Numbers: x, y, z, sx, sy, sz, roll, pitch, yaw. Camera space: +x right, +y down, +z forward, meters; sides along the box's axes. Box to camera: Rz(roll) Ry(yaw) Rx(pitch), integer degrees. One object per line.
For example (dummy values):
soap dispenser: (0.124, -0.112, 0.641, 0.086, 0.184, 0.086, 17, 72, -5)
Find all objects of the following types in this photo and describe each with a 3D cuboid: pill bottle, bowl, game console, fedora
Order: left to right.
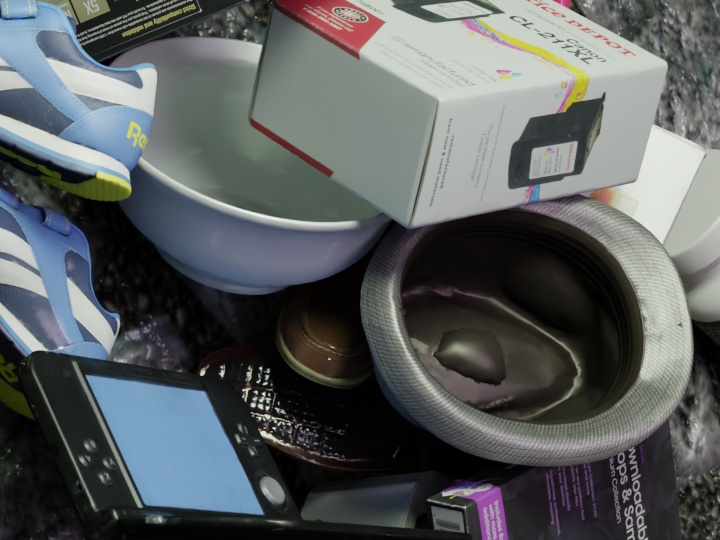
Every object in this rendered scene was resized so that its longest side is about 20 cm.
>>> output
bowl: (-0.069, -0.050, 1.520, 0.200, 0.091, 0.202, 14, 33, -9)
game console: (-0.062, 0.100, 1.397, 0.200, 0.116, 0.176, 14, 43, -56)
fedora: (0.086, 0.042, 1.502, 0.199, 0.090, 0.178, -3, 68, -21)
pill bottle: (0.294, 0.009, 1.852, 0.200, 0.116, 0.116, 40, 56, -30)

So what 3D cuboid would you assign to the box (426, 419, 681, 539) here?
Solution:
box: (0.121, 0.169, 1.523, 0.200, 0.036, 0.144, -25, 113, -45)

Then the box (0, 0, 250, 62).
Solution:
box: (-0.123, -0.216, 1.451, 0.165, 0.199, 0.086, 67, 19, -7)

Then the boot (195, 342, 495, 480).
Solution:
boot: (-0.013, 0.099, 1.589, 0.199, 0.097, 0.075, 14, 72, -10)

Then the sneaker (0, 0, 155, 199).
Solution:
sneaker: (-0.203, -0.114, 1.401, 0.199, 0.074, 0.083, 27, 80, -7)

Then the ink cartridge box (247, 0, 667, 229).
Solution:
ink cartridge box: (0.058, -0.104, 1.495, 0.199, 0.145, 0.083, -13, 125, -43)

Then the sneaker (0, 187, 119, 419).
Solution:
sneaker: (-0.204, -0.011, 1.426, 0.082, 0.074, 0.201, -50, 123, -34)

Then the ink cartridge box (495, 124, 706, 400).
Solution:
ink cartridge box: (0.135, 0.009, 1.644, 0.083, 0.145, 0.201, 26, 76, 2)

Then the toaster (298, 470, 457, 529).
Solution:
toaster: (0.036, 0.230, 1.559, 0.181, 0.118, 0.201, 39, 56, -30)

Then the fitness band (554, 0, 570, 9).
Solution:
fitness band: (0.109, -0.153, 1.725, 0.144, 0.037, 0.201, 30, 66, -67)

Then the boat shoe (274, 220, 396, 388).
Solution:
boat shoe: (0.001, 0.000, 1.571, 0.072, 0.068, 0.200, 25, 33, 3)
